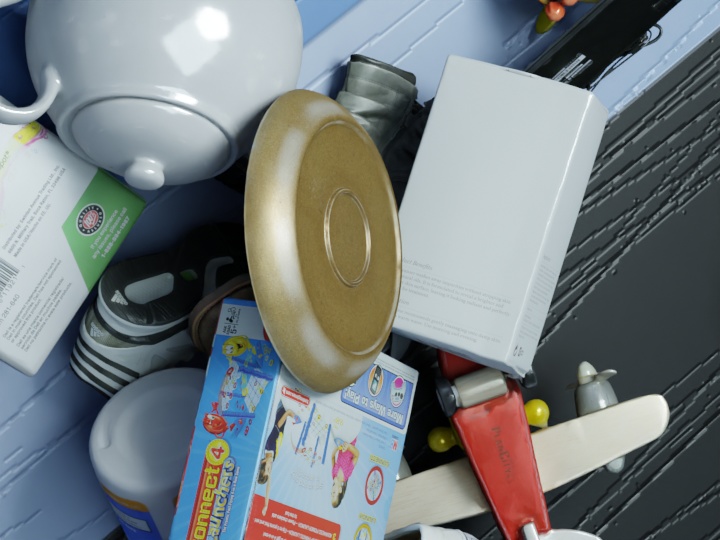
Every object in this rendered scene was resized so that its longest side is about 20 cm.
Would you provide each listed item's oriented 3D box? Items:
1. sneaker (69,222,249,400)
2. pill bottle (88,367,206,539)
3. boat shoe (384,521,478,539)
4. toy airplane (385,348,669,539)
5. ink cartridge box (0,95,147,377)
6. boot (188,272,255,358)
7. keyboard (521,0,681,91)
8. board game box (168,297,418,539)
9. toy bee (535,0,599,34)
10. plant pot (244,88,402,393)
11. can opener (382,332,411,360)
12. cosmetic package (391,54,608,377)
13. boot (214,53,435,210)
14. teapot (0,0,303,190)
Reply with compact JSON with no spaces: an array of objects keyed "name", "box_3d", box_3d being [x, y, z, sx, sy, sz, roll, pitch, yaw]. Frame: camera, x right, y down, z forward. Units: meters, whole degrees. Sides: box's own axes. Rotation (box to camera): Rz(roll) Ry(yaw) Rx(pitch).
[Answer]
[{"name":"sneaker","box_3d":[-0.130,0.035,1.747,0.200,0.076,0.115,-13,150,-46]},{"name":"pill bottle","box_3d":[-0.109,0.171,1.722,0.112,0.112,0.200,-36,137,-16]},{"name":"boat shoe","box_3d":[-0.004,0.227,1.770,0.070,0.200,0.071,27,54,-35]},{"name":"toy airplane","box_3d":[0.105,0.141,1.828,0.200,0.141,0.199,24,98,-13]},{"name":"ink cartridge box","box_3d":[-0.269,-0.045,1.647,0.200,0.084,0.145,36,82,-26]},{"name":"boot","box_3d":[-0.064,0.065,1.705,0.074,0.075,0.200,-31,154,-4]},{"name":"keyboard","box_3d":[0.148,-0.156,1.809,0.200,0.040,0.104,-41,153,17]},{"name":"board game box","box_3d":[-0.044,0.137,1.649,0.200,0.056,0.196,31,69,-60]},{"name":"toy bee","box_3d":[0.151,-0.220,1.807,0.200,0.109,0.131,-3,144,-17]},{"name":"plant pot","box_3d":[-0.017,-0.020,1.600,0.200,0.027,0.200,22,65,-61]},{"name":"can opener","box_3d":[0.000,0.000,1.763,0.067,0.053,0.200,-37,142,-29]},{"name":"cosmetic package","box_3d":[0.090,-0.039,1.720,0.113,0.081,0.200,19,86,17]},{"name":"boot","box_3d":[-0.026,-0.101,1.774,0.200,0.068,0.131,27,82,-34]},{"name":"teapot","box_3d":[-0.137,-0.122,1.613,0.197,0.200,0.146,59,35,-58]}]
